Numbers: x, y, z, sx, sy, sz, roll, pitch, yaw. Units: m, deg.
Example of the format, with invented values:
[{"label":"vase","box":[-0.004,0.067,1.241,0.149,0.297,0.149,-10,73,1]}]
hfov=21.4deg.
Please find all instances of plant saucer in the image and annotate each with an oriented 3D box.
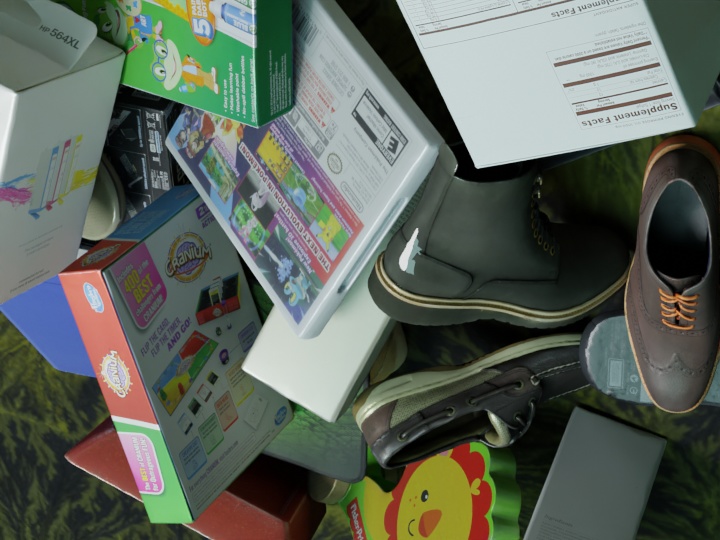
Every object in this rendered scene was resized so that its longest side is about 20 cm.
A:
[{"label":"plant saucer","box":[-0.121,0.161,1.548,0.199,0.200,0.037,28,102,3]}]

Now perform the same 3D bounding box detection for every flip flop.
[{"label":"flip flop","box":[-0.258,-0.093,1.404,0.200,0.058,0.081,46,131,-11]}]

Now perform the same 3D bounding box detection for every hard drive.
[{"label":"hard drive","box":[-0.230,0.035,1.529,0.131,0.025,0.200,9,154,23]}]

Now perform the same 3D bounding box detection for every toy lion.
[{"label":"toy lion","box":[0.048,0.183,1.472,0.068,0.201,0.192,16,131,-33]}]

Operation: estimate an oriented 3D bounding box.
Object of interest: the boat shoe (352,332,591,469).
[{"label":"boat shoe","box":[0.096,0.100,1.395,0.199,0.065,0.073,-16,150,-5]}]

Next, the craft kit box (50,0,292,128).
[{"label":"craft kit box","box":[-0.134,-0.215,1.268,0.197,0.048,0.201,21,125,33]}]

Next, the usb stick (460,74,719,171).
[{"label":"usb stick","box":[0.156,-0.105,1.279,0.199,0.033,0.055,-21,123,37]}]

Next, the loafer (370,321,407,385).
[{"label":"loafer","box":[-0.021,0.013,1.437,0.075,0.068,0.201,-8,123,31]}]

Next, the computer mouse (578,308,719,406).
[{"label":"computer mouse","box":[0.260,0.088,1.369,0.199,0.046,0.141,0,108,16]}]

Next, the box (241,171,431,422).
[{"label":"box","box":[0.000,0.000,1.349,0.082,0.068,0.201,31,102,6]}]

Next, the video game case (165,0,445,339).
[{"label":"video game case","box":[-0.043,-0.087,1.298,0.200,0.023,0.182,54,127,28]}]

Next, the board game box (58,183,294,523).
[{"label":"board game box","box":[-0.128,0.058,1.378,0.040,0.153,0.201,-5,112,32]}]

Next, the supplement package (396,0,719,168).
[{"label":"supplement package","box":[0.118,-0.203,1.105,0.147,0.191,0.200,-9,122,32]}]

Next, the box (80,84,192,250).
[{"label":"box","box":[-0.203,-0.067,1.472,0.157,0.050,0.201,12,131,18]}]

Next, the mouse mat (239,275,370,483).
[{"label":"mouse mat","box":[-0.082,0.075,1.464,0.199,0.008,0.162,16,125,23]}]

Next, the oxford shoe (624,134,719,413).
[{"label":"oxford shoe","box":[0.210,0.014,1.290,0.071,0.073,0.201,1,113,14]}]

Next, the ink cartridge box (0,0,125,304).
[{"label":"ink cartridge box","box":[-0.259,-0.096,1.299,0.128,0.125,0.201,27,119,18]}]

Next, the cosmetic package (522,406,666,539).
[{"label":"cosmetic package","box":[0.159,0.214,1.427,0.081,0.200,0.113,21,136,9]}]

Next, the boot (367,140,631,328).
[{"label":"boot","box":[0.117,-0.031,1.264,0.078,0.199,0.139,59,143,32]}]
